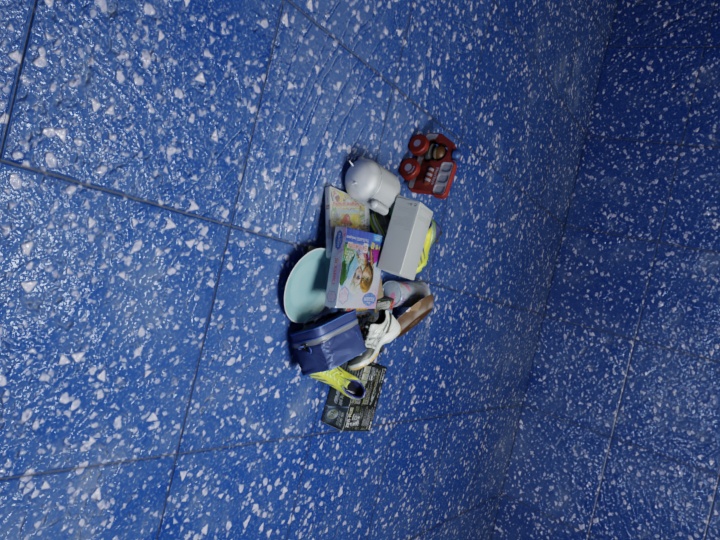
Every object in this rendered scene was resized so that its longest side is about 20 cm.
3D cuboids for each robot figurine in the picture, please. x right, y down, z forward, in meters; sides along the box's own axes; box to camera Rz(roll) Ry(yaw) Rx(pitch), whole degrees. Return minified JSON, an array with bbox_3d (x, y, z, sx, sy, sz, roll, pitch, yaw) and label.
[{"bbox_3d":[0.033,-0.231,1.650,0.198,0.112,0.173,21,42,-50],"label":"robot figurine"}]

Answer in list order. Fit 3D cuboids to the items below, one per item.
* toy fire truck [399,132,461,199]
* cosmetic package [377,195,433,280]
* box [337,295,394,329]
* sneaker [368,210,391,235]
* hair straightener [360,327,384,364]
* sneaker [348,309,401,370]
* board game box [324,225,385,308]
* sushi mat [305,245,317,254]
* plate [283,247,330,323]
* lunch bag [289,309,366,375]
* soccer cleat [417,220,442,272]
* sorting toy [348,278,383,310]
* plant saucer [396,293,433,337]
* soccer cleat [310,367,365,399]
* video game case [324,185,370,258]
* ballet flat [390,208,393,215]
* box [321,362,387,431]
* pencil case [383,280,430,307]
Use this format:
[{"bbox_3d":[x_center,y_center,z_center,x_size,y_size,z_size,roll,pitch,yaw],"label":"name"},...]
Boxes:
[{"bbox_3d":[0.224,-0.322,1.861,0.112,0.165,0.205,38,70,-54],"label":"toy fire truck"},{"bbox_3d":[0.124,-0.086,1.668,0.112,0.079,0.206,23,85,-62],"label":"cosmetic package"},{"bbox_3d":[0.011,0.148,1.792,0.196,0.039,0.141,1,101,-44],"label":"box"},{"bbox_3d":[0.100,-0.095,1.757,0.202,0.080,0.074,55,17,-14],"label":"sneaker"},{"bbox_3d":[0.006,0.218,1.759,0.200,0.040,0.078,42,73,-46],"label":"hair straightener"},{"bbox_3d":[0.023,0.190,1.700,0.200,0.075,0.089,-43,110,-27],"label":"sneaker"},{"bbox_3d":[-0.011,-0.003,1.599,0.198,0.040,0.206,5,93,-57],"label":"board game box"},{"bbox_3d":[-0.094,-0.004,1.638,0.198,0.012,0.099,15,88,-57],"label":"sushi mat"},{"bbox_3d":[-0.133,0.037,1.564,0.198,0.025,0.205,-32,133,-41],"label":"plate"},{"bbox_3d":[-0.091,0.179,1.588,0.198,0.134,0.136,-20,92,-52],"label":"lunch bag"},{"bbox_3d":[0.198,-0.079,2.006,0.083,0.064,0.203,38,71,-26],"label":"soccer cleat"},{"bbox_3d":[0.000,0.000,1.725,0.198,0.036,0.191,-18,101,-58],"label":"sorting toy"},{"bbox_3d":[0.162,0.152,1.918,0.198,0.037,0.201,-37,166,-11],"label":"plant saucer"},{"bbox_3d":[-0.066,0.293,1.668,0.197,0.083,0.066,32,82,-21],"label":"soccer cleat"},{"bbox_3d":[-0.031,-0.113,1.637,0.198,0.022,0.188,14,72,-57],"label":"video game case"},{"bbox_3d":[0.078,-0.130,1.822,0.063,0.066,0.206,-61,157,-72],"label":"ballet flat"},{"bbox_3d":[-0.016,0.369,1.821,0.162,0.084,0.206,20,84,-56],"label":"box"},{"bbox_3d":[0.145,0.073,1.949,0.198,0.090,0.085,1,117,-56],"label":"pencil case"}]
